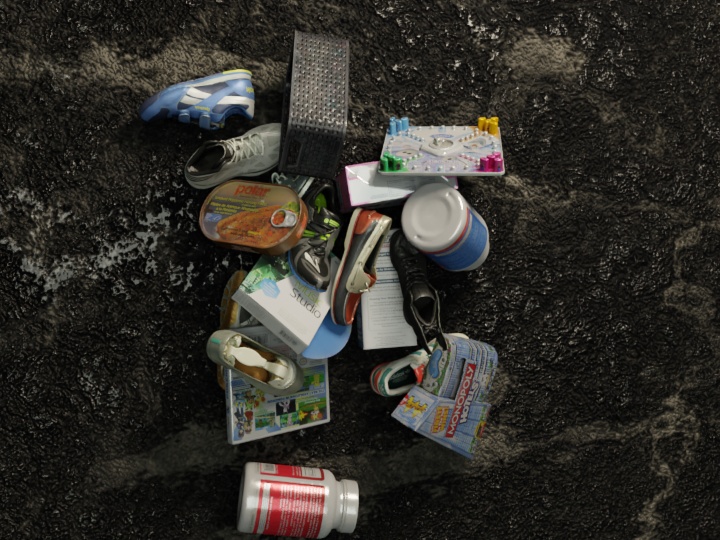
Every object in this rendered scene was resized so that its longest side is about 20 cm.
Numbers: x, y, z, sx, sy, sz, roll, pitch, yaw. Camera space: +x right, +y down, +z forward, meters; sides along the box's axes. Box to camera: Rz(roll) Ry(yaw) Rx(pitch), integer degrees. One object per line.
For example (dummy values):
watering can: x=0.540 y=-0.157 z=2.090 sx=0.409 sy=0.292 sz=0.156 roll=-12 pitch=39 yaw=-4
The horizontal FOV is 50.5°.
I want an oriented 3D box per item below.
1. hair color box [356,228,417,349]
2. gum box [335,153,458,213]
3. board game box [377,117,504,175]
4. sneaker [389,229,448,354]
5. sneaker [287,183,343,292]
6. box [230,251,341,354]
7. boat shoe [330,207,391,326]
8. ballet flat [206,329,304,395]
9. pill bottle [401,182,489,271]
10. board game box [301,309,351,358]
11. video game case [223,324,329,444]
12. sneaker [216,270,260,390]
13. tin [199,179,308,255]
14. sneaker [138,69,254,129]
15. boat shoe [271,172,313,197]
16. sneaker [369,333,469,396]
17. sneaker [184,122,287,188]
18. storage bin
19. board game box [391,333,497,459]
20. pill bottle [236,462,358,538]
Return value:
hair color box: x=0.042 y=0.030 z=1.332 sx=0.098 sy=0.060 sz=0.205 roll=-3 pitch=94 yaw=-11
gum box: x=0.065 y=-0.149 z=1.299 sx=0.195 sy=0.113 sz=0.068 roll=-10 pitch=89 yaw=-10
board game box: x=0.133 y=-0.208 z=1.250 sx=0.195 sy=0.201 sz=0.026 roll=1 pitch=121 yaw=7
sneaker: x=0.097 y=0.032 z=1.259 sx=0.059 sy=0.104 sz=0.205 roll=-11 pitch=95 yaw=-10
sneaker: x=-0.071 y=-0.059 z=1.255 sx=0.070 sy=0.082 sz=0.203 roll=20 pitch=54 yaw=-29
box: x=-0.108 y=0.020 z=1.255 sx=0.144 sy=0.036 sz=0.201 roll=40 pitch=41 yaw=-11
boat shoe: x=0.000 y=0.000 z=1.257 sx=0.061 sy=0.071 sz=0.204 roll=17 pitch=102 yaw=16
ballet flat: x=-0.155 y=0.153 z=1.212 sx=0.198 sy=0.063 sz=0.069 roll=31 pitch=71 yaw=-35
pill bottle: x=0.151 y=-0.062 z=1.275 sx=0.110 sy=0.199 sz=0.115 roll=-7 pitch=72 yaw=24
board game box: x=-0.104 y=0.062 z=1.288 sx=0.201 sy=0.039 sz=0.158 roll=49 pitch=41 yaw=-2
video game case: x=-0.138 y=0.180 z=1.282 sx=0.197 sy=0.022 sz=0.187 roll=-5 pitch=94 yaw=-39
sneaker: x=-0.192 y=0.102 z=1.296 sx=0.086 sy=0.075 sz=0.205 roll=4 pitch=96 yaw=-25
tin: x=-0.174 y=-0.087 z=1.241 sx=0.196 sy=0.042 sz=0.114 roll=10 pitch=75 yaw=29
sneaker: x=-0.265 y=-0.269 z=1.257 sx=0.196 sy=0.074 sz=0.084 roll=-17 pitch=97 yaw=-8
boat shoe: x=-0.131 y=-0.134 z=1.288 sx=0.061 sy=0.073 sz=0.202 roll=35 pitch=92 yaw=-10
sneaker: x=0.115 y=0.172 z=1.336 sx=0.196 sy=0.093 sz=0.072 roll=-21 pitch=96 yaw=-9
sneaker: x=-0.194 y=-0.189 z=1.251 sx=0.197 sy=0.115 sz=0.077 roll=-25 pitch=96 yaw=-9
storage bin: x=-0.075 y=-0.264 z=1.225 sx=0.092 sy=0.136 sz=0.204 roll=6 pitch=61 yaw=-11
board game box: x=0.149 y=0.216 z=1.302 sx=0.198 sy=0.061 sz=0.204 roll=14 pitch=96 yaw=-47
pill bottle: x=-0.106 y=0.392 z=1.295 sx=0.195 sy=0.112 sz=0.115 roll=9 pitch=91 yaw=-10
